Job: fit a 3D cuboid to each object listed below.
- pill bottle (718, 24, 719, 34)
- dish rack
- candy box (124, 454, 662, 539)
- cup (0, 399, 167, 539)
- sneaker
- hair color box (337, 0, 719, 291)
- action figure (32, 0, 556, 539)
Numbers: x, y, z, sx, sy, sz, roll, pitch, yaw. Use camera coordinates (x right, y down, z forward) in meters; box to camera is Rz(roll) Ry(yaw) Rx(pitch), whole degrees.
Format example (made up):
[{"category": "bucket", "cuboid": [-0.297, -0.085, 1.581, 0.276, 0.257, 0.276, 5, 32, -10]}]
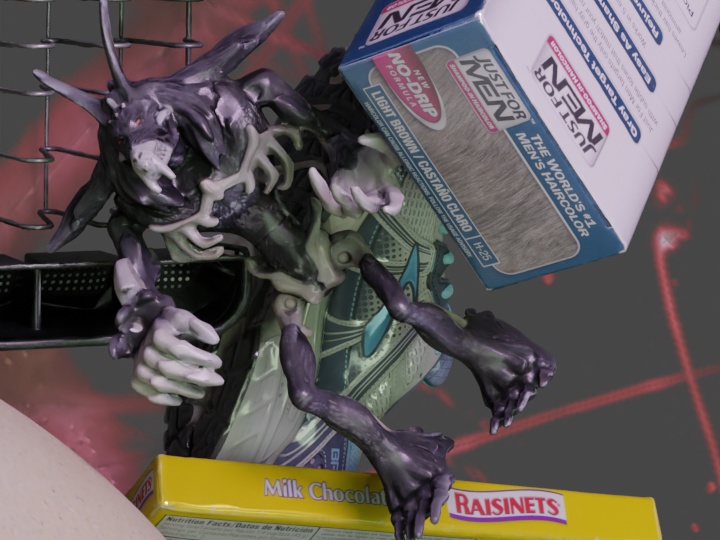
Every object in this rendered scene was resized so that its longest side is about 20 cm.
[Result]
[{"category": "pill bottle", "cuboid": [0.199, -0.070, 1.078, 0.114, 0.114, 0.200, -15, 104, -19]}, {"category": "dish rack", "cuboid": [-0.118, -0.075, 0.983, 0.153, 0.055, 0.200, -2, 99, -22]}, {"category": "candy box", "cuboid": [0.001, 0.106, 1.040, 0.200, 0.102, 0.026, 7, 57, -23]}, {"category": "cup", "cuboid": [-0.127, 0.140, 0.934, 0.143, 0.200, 0.201, 21, 91, -23]}, {"category": "sneaker", "cuboid": [0.000, 0.000, 1.039, 0.086, 0.078, 0.200, 21, 100, -29]}, {"category": "hair color box", "cuboid": [0.070, -0.097, 0.956, 0.100, 0.060, 0.200, 55, 38, -24]}, {"category": "action figure", "cuboid": [-0.027, -0.006, 0.935, 0.200, 0.102, 0.119, 42, 97, -11]}]
